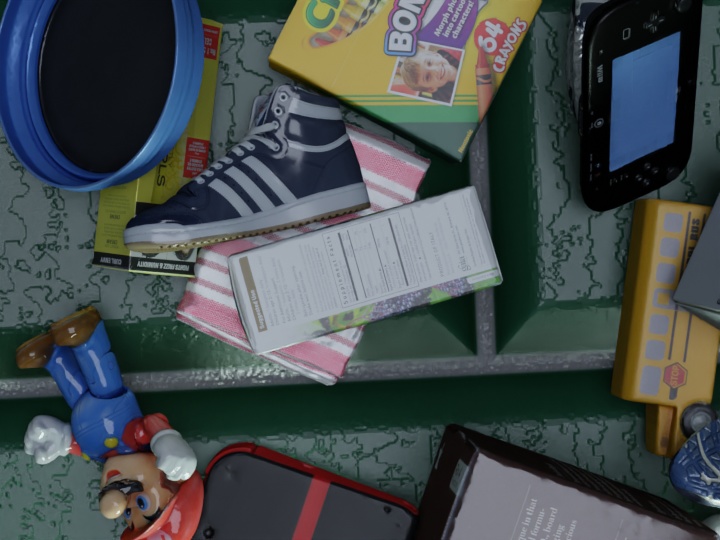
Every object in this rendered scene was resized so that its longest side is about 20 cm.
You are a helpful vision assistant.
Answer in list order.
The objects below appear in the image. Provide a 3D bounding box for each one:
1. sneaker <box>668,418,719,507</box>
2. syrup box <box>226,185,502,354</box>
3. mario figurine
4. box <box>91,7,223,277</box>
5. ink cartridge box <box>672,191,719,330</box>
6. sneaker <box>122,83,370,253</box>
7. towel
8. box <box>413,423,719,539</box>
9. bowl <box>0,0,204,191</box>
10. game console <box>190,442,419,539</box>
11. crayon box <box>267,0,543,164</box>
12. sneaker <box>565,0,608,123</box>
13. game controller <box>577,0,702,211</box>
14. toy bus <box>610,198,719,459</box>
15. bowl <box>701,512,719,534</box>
[{"bbox_3d":[0.315,0.160,1.336,0.199,0.085,0.078,-3,62,-30],"label":"sneaker"},{"bbox_3d":[0.000,0.000,1.312,0.199,0.079,0.082,-17,91,-5],"label":"syrup box"},{"bbox_3d":[-0.196,0.134,1.312,0.106,0.123,0.201,-31,89,-15],"label":"mario figurine"},{"bbox_3d":[-0.157,-0.098,1.324,0.075,0.050,0.202,7,89,-48],"label":"box"},{"bbox_3d":[0.358,0.003,1.318,0.199,0.084,0.147,28,84,-29],"label":"ink cartridge box"},{"bbox_3d":[-0.094,-0.079,1.297,0.199,0.070,0.109,-13,93,-24],"label":"sneaker"},{"bbox_3d":[-0.046,-0.025,1.363,0.145,0.030,0.201,23,87,-4],"label":"towel"},{"bbox_3d":[0.142,0.234,1.310,0.199,0.166,0.165,19,91,-3],"label":"box"},{"bbox_3d":[-0.197,-0.159,1.288,0.199,0.039,0.202,-3,85,37],"label":"bowl"},{"bbox_3d":[-0.064,0.253,1.352,0.176,0.031,0.201,19,91,5],"label":"game console"},{"bbox_3d":[0.047,-0.213,1.346,0.172,0.058,0.201,27,90,-4],"label":"crayon box"},{"bbox_3d":[0.231,-0.208,1.348,0.128,0.079,0.201,3,83,3],"label":"sneaker"},{"bbox_3d":[0.213,-0.133,1.309,0.104,0.201,0.042,-31,49,-23],"label":"game controller"},{"bbox_3d":[0.249,0.047,1.363,0.078,0.065,0.202,7,91,-4],"label":"toy bus"},{"bbox_3d":[0.323,0.289,1.354,0.198,0.075,0.201,15,98,-15],"label":"bowl"}]
